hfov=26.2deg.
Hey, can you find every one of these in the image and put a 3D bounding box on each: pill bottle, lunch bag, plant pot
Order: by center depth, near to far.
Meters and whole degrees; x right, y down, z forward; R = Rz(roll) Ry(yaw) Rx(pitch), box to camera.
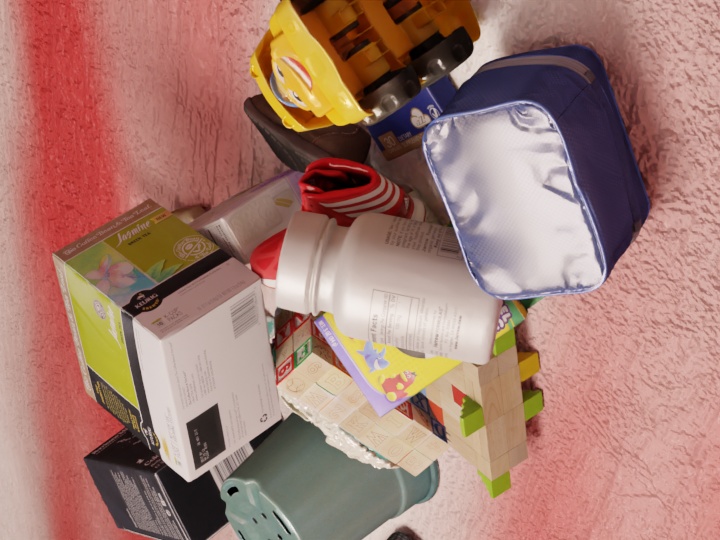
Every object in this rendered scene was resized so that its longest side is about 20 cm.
[{"bbox_3d":[0.155,-0.078,1.280,0.135,0.132,0.202,-4,119,35],"label":"lunch bag"},{"bbox_3d":[0.030,0.010,1.383,0.198,0.115,0.115,12,138,7],"label":"pill bottle"},{"bbox_3d":[-0.046,0.246,1.799,0.199,0.196,0.202,34,144,29],"label":"plant pot"}]

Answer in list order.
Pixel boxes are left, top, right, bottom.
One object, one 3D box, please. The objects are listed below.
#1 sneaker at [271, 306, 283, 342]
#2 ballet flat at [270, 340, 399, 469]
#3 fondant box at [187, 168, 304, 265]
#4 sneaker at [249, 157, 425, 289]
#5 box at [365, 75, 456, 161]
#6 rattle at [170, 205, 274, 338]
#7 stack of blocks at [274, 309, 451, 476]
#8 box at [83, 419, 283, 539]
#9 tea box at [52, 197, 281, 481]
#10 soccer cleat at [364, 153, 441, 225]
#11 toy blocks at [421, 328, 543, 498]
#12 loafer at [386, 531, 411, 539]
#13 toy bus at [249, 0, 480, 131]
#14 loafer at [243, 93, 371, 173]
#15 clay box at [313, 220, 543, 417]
[{"bbox_3d":[-0.073,0.044,1.760,0.088,0.074,0.201,55,146,36],"label":"sneaker"},{"bbox_3d":[-0.034,0.154,1.714,0.200,0.072,0.072,42,148,6],"label":"ballet flat"},{"bbox_3d":[-0.128,-0.048,1.666,0.199,0.144,0.059,-16,106,57],"label":"fondant box"},{"bbox_3d":[-0.047,-0.055,1.470,0.198,0.079,0.115,-22,135,28],"label":"sneaker"},{"bbox_3d":[0.012,-0.206,1.435,0.201,0.032,0.121,59,148,-7],"label":"box"},{"bbox_3d":[-0.204,0.034,1.862,0.129,0.143,0.202,-14,105,37],"label":"rattle"},{"bbox_3d":[0.002,0.118,1.643,0.199,0.116,0.059,36,116,-25],"label":"stack of blocks"},{"bbox_3d":[-0.221,0.250,2.031,0.196,0.199,0.125,-2,118,53],"label":"box"},{"bbox_3d":[-0.199,0.070,1.599,0.196,0.133,0.202,33,143,36],"label":"tea box"},{"bbox_3d":[0.053,-0.035,1.518,0.199,0.069,0.078,39,129,18],"label":"soccer cleat"},{"bbox_3d":[0.105,0.115,1.586,0.136,0.099,0.202,36,146,46],"label":"toy blocks"},{"bbox_3d":[0.033,0.402,1.967,0.073,0.072,0.201,41,146,21],"label":"loafer"},{"bbox_3d":[-0.026,-0.183,1.307,0.191,0.200,0.136,-27,100,43],"label":"toy bus"},{"bbox_3d":[-0.048,-0.138,1.555,0.200,0.071,0.073,38,168,48],"label":"loafer"},{"bbox_3d":[0.068,0.035,1.465,0.199,0.048,0.115,-36,91,15],"label":"clay box"}]
